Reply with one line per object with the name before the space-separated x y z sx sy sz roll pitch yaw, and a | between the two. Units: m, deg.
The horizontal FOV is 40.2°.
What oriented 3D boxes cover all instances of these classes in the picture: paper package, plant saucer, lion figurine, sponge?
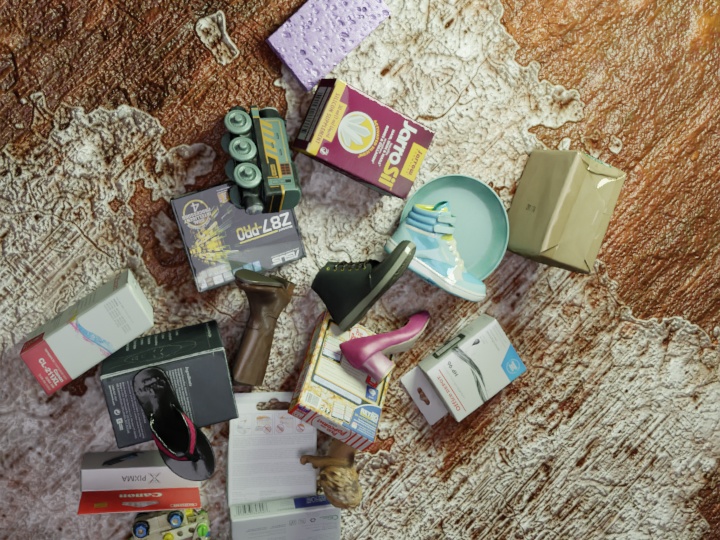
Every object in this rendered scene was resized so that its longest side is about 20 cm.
paper package | 0.341 -0.106 1.695 0.102 0.200 0.194 19 93 -15
plant saucer | 0.163 -0.070 1.734 0.195 0.036 0.205 -1 101 -4
lion figurine | -0.025 0.302 1.685 0.072 0.121 0.203 38 67 -48
sponge | -0.053 -0.411 1.654 0.200 0.030 0.112 -44 105 -5

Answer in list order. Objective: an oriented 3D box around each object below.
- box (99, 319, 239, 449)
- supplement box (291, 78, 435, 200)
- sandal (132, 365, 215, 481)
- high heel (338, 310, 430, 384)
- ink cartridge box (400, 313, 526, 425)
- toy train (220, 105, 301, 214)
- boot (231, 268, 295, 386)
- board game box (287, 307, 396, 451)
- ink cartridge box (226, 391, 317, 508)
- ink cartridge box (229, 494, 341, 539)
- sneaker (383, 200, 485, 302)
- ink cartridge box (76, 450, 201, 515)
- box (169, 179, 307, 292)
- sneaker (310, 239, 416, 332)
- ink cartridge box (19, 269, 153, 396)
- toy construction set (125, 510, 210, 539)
box | -0.309 0.178 1.592 0.193 0.200 0.127 -14 102 -9
supplement box | 0.004 -0.219 1.644 0.197 0.103 0.133 23 92 -22
sandal | -0.284 0.240 1.482 0.074 0.045 0.203 -28 107 -6
high heel | 0.045 0.109 1.702 0.096 0.068 0.200 39 51 6
ink cartridge box | 0.184 0.186 1.768 0.199 0.068 0.117 -37 103 -5
toy train | -0.163 -0.182 1.602 0.112 0.086 0.203 -4 61 -17
boot | -0.184 0.105 1.633 0.063 0.186 0.203 23 93 25
board game box | -0.026 0.183 1.673 0.150 0.046 0.202 30 50 -14
ink cartridge box | -0.156 0.310 1.726 0.157 0.047 0.205 0 95 -12
ink cartridge box | -0.132 0.492 1.744 0.192 0.044 0.203 -5 122 -12
sneaker | 0.152 -0.040 1.682 0.198 0.080 0.132 29 99 -9
ink cartridge box | -0.361 0.343 1.616 0.196 0.176 0.046 0 98 -12
box | -0.205 -0.072 1.658 0.196 0.049 0.164 -17 102 -11
sneaker | 0.000 0.000 1.647 0.106 0.075 0.200 47 112 10
ink cartridge box | -0.435 0.096 1.581 0.198 0.146 0.084 -33 104 -6
toy construction set | -0.328 0.479 1.692 0.197 0.092 0.134 -17 102 -20
